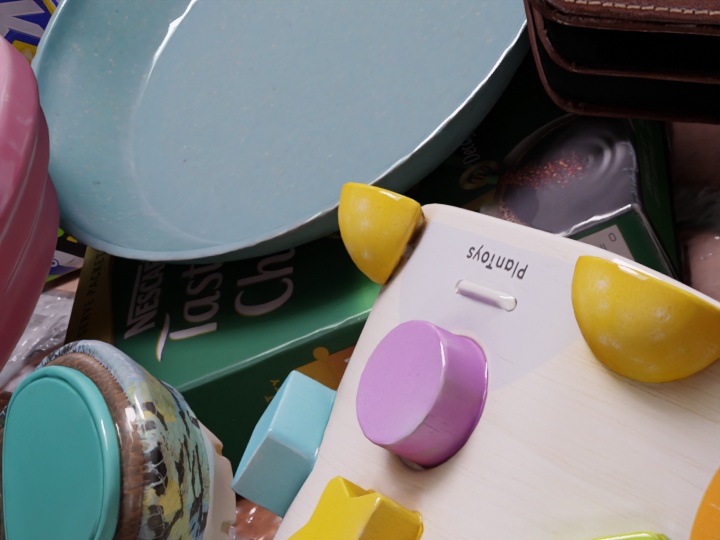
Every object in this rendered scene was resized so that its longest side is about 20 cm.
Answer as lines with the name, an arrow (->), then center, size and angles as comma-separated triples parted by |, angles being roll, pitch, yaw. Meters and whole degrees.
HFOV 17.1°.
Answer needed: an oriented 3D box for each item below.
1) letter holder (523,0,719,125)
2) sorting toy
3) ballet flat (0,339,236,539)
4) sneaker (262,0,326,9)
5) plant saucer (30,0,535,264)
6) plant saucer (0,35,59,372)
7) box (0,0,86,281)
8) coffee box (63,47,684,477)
letter holder -> 0.074, -0.150, 0.652 | 0.141, 0.202, 0.100 | 2, -9, -24
sorting toy -> 0.019, 0.086, 0.560 | 0.200, 0.107, 0.181 | 18, 74, 55
ballet flat -> -0.071, 0.062, 0.640 | 0.074, 0.074, 0.200 | -47, 11, -27
sneaker -> -0.008, -0.111, 0.873 | 0.199, 0.079, 0.096 | 14, 69, 51
plant saucer -> -0.016, -0.076, 0.758 | 0.199, 0.036, 0.201 | -20, 46, 21
plant saucer -> -0.160, 0.017, 0.725 | 0.200, 0.051, 0.201 | -37, 29, 24
box -> -0.135, -0.098, 0.864 | 0.070, 0.201, 0.064 | -22, 29, 17
coffee box -> 0.000, 0.000, 0.741 | 0.199, 0.044, 0.123 | -22, 30, 17
